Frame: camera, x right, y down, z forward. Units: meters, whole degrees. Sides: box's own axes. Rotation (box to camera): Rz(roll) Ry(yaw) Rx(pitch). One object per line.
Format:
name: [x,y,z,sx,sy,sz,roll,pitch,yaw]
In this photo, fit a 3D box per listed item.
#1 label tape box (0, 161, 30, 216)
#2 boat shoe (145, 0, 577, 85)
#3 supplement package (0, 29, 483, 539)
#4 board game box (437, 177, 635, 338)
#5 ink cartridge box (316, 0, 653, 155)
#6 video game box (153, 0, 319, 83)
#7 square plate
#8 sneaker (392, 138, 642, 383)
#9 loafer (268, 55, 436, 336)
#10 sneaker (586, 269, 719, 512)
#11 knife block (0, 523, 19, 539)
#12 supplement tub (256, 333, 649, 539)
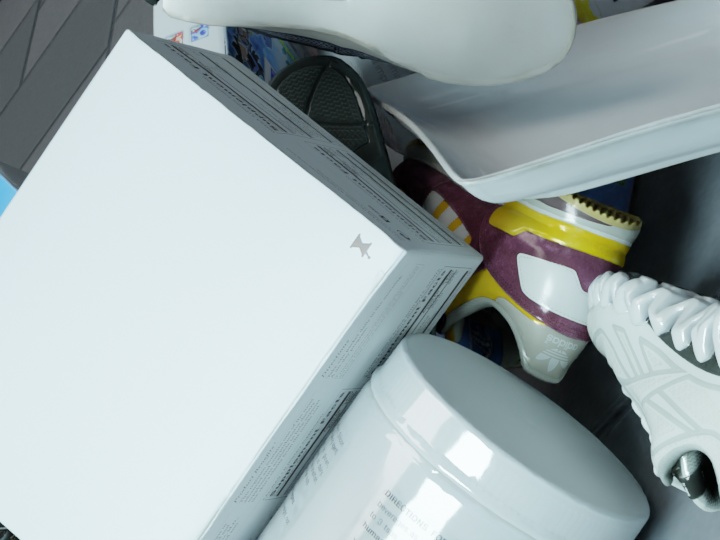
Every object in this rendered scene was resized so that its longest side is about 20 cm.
label tape box: [-0.151,0.037,1.153,0.144,0.199,0.066,-62,27,16]
boat shoe: [0.001,-0.137,1.119,0.093,0.199,0.075,-77,0,-75]
supplement package: [-0.077,0.026,1.033,0.200,0.156,0.111,-54,-16,10]
board game box: [0.070,-0.014,1.254,0.200,0.037,0.152,-38,29,49]
ink cartridge box: [0.061,-0.174,1.232,0.200,0.148,0.086,-32,21,-5]
video game box: [-0.045,-0.084,1.252,0.047,0.200,0.183,-20,49,15]
square plate: [0.117,-0.078,1.083,0.197,0.029,0.200,-16,18,-7]
sneaker: [0.054,-0.004,1.126,0.090,0.075,0.200,-68,20,0]
loafer: [0.000,0.000,1.119,0.063,0.072,0.201,53,-154,-68]
sneaker: [0.133,0.049,0.955,0.200,0.075,0.081,-154,80,-75]
knife block: [-0.152,0.115,1.310,0.200,0.175,0.064,-37,38,45]
supplement tub: [0.014,0.143,1.016,0.200,0.132,0.132,-55,19,13]
